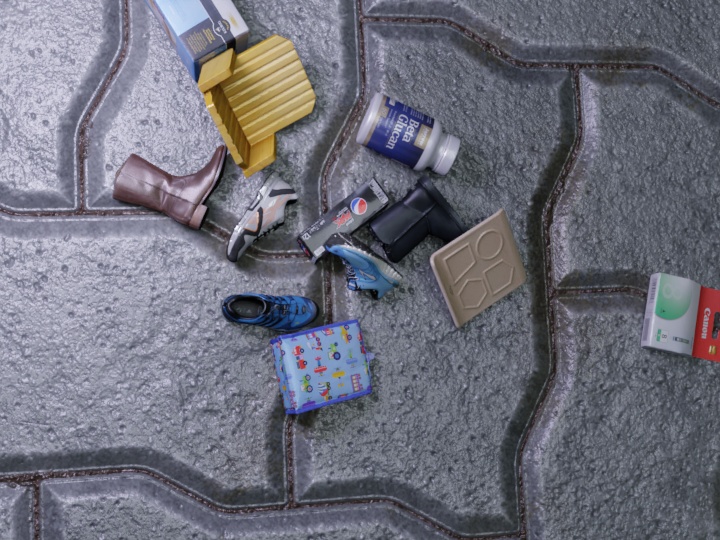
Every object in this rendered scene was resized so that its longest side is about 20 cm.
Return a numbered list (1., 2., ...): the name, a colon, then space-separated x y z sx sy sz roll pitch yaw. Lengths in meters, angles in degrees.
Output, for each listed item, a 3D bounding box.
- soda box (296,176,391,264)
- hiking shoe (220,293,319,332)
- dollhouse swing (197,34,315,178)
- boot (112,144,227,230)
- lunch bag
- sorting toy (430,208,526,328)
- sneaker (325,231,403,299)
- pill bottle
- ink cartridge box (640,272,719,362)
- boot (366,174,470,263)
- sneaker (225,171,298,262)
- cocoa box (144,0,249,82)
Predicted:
1. soda box: -0.034 -0.100 1.710 0.199 0.071 0.064 -38 87 -12
2. hiking shoe: -0.176 0.083 1.662 0.196 0.087 0.076 0 85 -10
3. dollhouse swing: -0.184 -0.325 1.623 0.173 0.183 0.202 -21 120 7
4. boot: -0.377 -0.197 1.668 0.197 0.064 0.189 22 79 -3
5. lunch bag: -0.063 0.187 1.681 0.197 0.094 0.153 -11 84 -20
6. sorting toy: 0.242 -0.005 1.741 0.199 0.036 0.187 -35 122 -14
7. sneaker: 0.000 0.000 1.676 0.199 0.078 0.090 36 96 -38
8. pill bottle: 0.100 -0.272 1.730 0.197 0.111 0.113 23 81 -7
9. ink cartridge box: 0.718 0.105 1.843 0.196 0.050 0.164 11 83 -7
10. boot: 0.126 -0.073 1.740 0.168 0.077 0.200 -42 113 4
11. sneaker: -0.196 -0.097 1.682 0.079 0.074 0.202 34 81 -8
12. cocoa box: -0.326 -0.503 1.662 0.130 0.133 0.202 -33 91 -11
